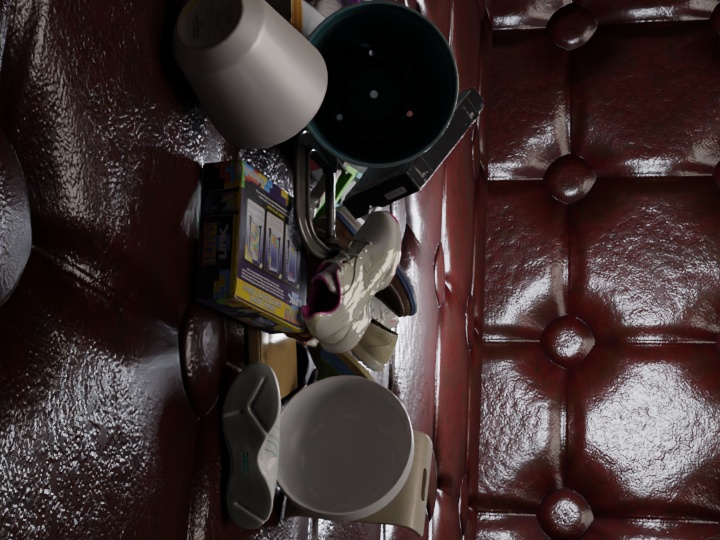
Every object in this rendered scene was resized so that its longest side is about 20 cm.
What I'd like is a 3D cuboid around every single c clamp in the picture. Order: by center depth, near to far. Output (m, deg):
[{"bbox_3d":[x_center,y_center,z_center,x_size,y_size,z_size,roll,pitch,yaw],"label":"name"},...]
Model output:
[{"bbox_3d":[-0.047,-0.096,1.616,0.171,0.027,0.201,53,32,-53],"label":"c clamp"}]

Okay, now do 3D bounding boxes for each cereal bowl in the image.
[{"bbox_3d":[-0.021,0.249,1.683,0.083,0.199,0.201,73,21,-59],"label":"cereal bowl"}]

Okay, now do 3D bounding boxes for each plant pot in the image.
[{"bbox_3d":[0.017,-0.231,1.585,0.188,0.199,0.202,-110,-161,-86],"label":"plant pot"}]

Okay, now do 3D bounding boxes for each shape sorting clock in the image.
[{"bbox_3d":[-0.007,0.172,1.812,0.039,0.200,0.200,-44,145,-20],"label":"shape sorting clock"}]

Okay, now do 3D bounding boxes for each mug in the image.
[{"bbox_3d":[-0.147,-0.244,1.382,0.150,0.186,0.153,-54,148,-7],"label":"mug"}]

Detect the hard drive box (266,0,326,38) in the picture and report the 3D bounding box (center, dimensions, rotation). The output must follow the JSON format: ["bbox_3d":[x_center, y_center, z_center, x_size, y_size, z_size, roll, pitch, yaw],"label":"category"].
[{"bbox_3d":[-0.097,-0.271,1.633,0.200,0.076,0.157,-3,93,-76],"label":"hard drive box"}]

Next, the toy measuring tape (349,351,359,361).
[{"bbox_3d":[-0.025,0.050,1.851,0.200,0.073,0.074,-115,-170,-50],"label":"toy measuring tape"}]

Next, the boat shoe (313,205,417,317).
[{"bbox_3d":[0.000,0.000,1.723,0.072,0.200,0.072,-30,150,-23],"label":"boat shoe"}]

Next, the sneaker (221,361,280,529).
[{"bbox_3d":[-0.133,0.209,1.519,0.080,0.070,0.202,-53,148,-82],"label":"sneaker"}]

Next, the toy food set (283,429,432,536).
[{"bbox_3d":[-0.004,0.295,1.741,0.061,0.199,0.144,78,18,-56],"label":"toy food set"}]

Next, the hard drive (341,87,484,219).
[{"bbox_3d":[0.072,-0.159,1.659,0.038,0.139,0.200,51,52,-15],"label":"hard drive"}]

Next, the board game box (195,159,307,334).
[{"bbox_3d":[-0.127,-0.023,1.495,0.200,0.056,0.166,35,55,-64],"label":"board game box"}]

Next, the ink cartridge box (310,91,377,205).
[{"bbox_3d":[-0.004,-0.181,1.843,0.200,0.145,0.083,54,19,-68],"label":"ink cartridge box"}]

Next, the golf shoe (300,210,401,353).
[{"bbox_3d":[-0.011,0.003,1.575,0.091,0.075,0.201,41,65,-45],"label":"golf shoe"}]

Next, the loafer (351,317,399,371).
[{"bbox_3d":[-0.022,0.054,1.757,0.200,0.068,0.076,46,5,-4],"label":"loafer"}]

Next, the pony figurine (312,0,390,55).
[{"bbox_3d":[-0.002,-0.415,1.937,0.193,0.166,0.201,-123,-169,-47],"label":"pony figurine"}]

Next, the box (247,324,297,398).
[{"bbox_3d":[-0.117,0.074,1.653,0.163,0.021,0.201,-24,112,-76],"label":"box"}]

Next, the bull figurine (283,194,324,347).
[{"bbox_3d":[-0.071,0.004,1.638,0.121,0.065,0.201,35,54,-55],"label":"bull figurine"}]

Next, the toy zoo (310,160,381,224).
[{"bbox_3d":[-0.025,-0.083,1.827,0.132,0.020,0.200,-55,153,3],"label":"toy zoo"}]

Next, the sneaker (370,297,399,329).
[{"bbox_3d":[0.011,0.082,2.017,0.200,0.099,0.078,-62,148,-63],"label":"sneaker"}]
